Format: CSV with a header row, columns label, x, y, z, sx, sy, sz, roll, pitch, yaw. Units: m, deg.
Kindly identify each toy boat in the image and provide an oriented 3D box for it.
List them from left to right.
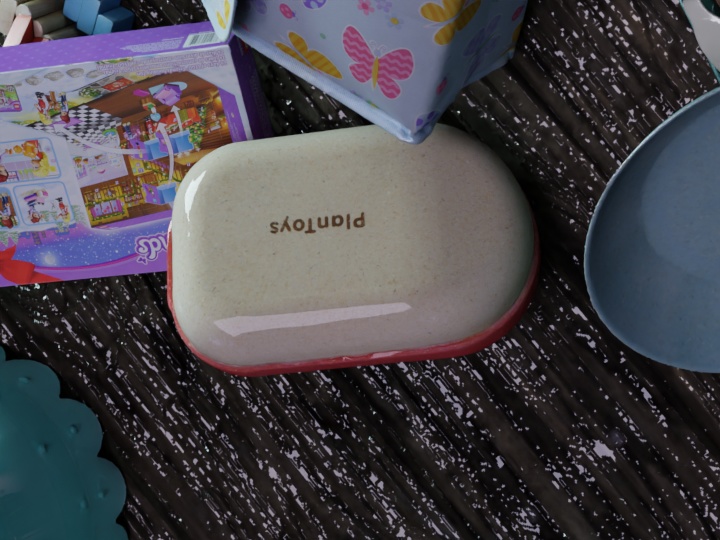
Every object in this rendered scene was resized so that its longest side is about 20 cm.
label,x,y,z,sx,sy,sz,roll,pitch,yaw
toy boat,0.000,0.000,1.559,0.200,0.131,0.131,-6,68,11

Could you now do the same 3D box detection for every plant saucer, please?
label,x,y,z,sx,sy,sz,roll,pitch,yaw
plant saucer,0.202,-0.034,1.412,0.201,0.201,0.039,-57,33,32

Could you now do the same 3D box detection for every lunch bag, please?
label,x,y,z,sx,sy,sz,roll,pitch,yaw
lunch bag,-0.013,-0.188,1.470,0.200,0.127,0.170,34,141,17

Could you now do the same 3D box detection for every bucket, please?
label,x,y,z,sx,sy,sz,roll,pitch,yaw
bucket,-0.261,0.154,1.755,0.207,0.135,0.208,11,112,28

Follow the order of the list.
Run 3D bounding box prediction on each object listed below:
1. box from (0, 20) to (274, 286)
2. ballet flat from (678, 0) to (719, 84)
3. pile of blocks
label,x,y,z,sx,sy,sz,roll,pitch,yaw
box,-0.147,-0.064,1.619,0.200,0.039,0.137,-5,119,16
ballet flat,0.175,-0.157,1.420,0.067,0.070,0.200,-31,89,35
pile of blocks,-0.180,-0.152,1.643,0.082,0.062,0.200,-32,89,35
